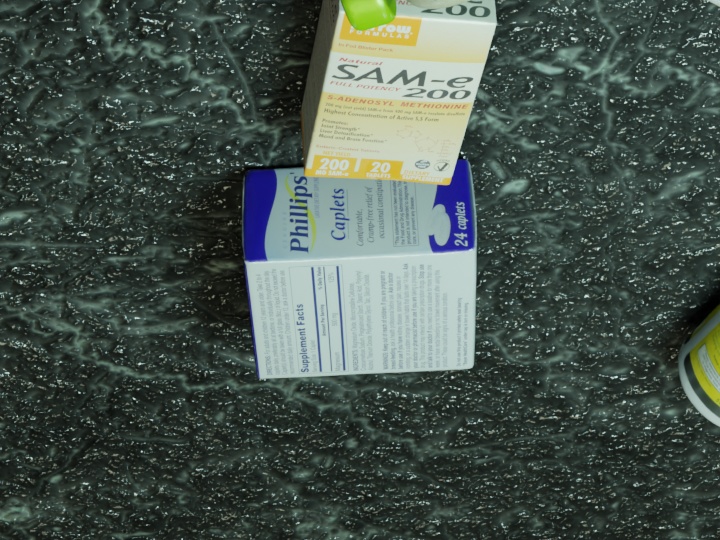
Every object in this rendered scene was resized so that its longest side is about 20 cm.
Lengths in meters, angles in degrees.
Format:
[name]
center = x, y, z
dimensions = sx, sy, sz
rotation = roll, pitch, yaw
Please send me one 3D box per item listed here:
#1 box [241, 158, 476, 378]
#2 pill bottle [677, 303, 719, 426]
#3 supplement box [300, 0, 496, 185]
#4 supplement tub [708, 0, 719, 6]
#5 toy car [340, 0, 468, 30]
[box]
center = 0.000, 0.000, 1.958
dimensions = 0.198, 0.106, 0.185
rotation = -3, 144, 0
[pill bottle]
center = 0.384, 0.052, 2.042
dimensions = 0.113, 0.115, 0.200
rotation = 13, 142, -20
[supplement box]
center = 0.027, -0.158, 1.771
dimensions = 0.125, 0.074, 0.201
rotation = 3, 143, -8
[supplement tub]
center = 0.270, -0.260, 1.586
dimensions = 0.199, 0.146, 0.145
rotation = 21, 138, -29
[toy car]
center = 0.044, -0.296, 1.572
dimensions = 0.163, 0.158, 0.201
rotation = -16, 113, 12
